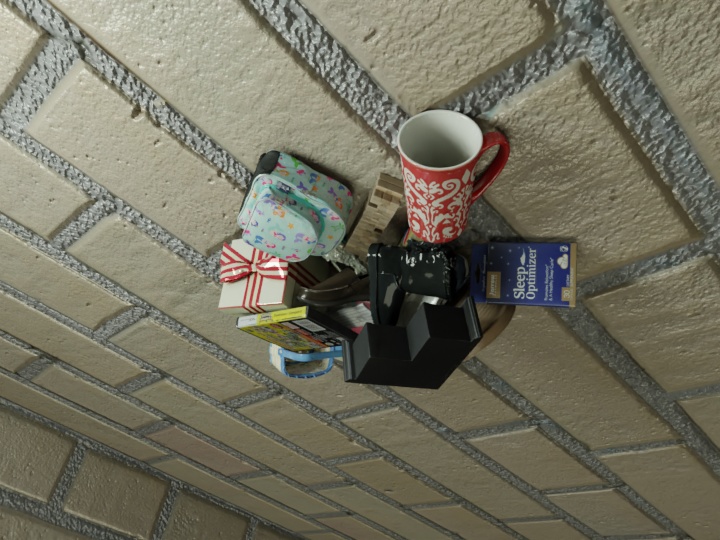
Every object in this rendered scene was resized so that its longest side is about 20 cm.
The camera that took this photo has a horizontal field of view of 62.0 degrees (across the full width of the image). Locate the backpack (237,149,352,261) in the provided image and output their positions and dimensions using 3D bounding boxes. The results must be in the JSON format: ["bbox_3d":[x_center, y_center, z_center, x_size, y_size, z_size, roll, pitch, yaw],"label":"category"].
[{"bbox_3d":[-0.119,-0.109,1.129,0.199,0.151,0.178,20,142,-16],"label":"backpack"}]

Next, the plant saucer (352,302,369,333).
[{"bbox_3d":[0.015,0.118,1.449,0.199,0.051,0.201,8,143,6],"label":"plant saucer"}]

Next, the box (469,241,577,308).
[{"bbox_3d":[0.312,0.007,1.157,0.199,0.122,0.032,1,173,17],"label":"box"}]

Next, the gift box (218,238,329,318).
[{"bbox_3d":[-0.189,0.014,1.280,0.184,0.201,0.187,-10,153,23],"label":"gift box"}]

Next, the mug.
[{"bbox_3d":[0.152,-0.145,1.005,0.176,0.134,0.200,8,146,11],"label":"mug"}]

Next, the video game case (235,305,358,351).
[{"bbox_3d":[-0.127,0.126,1.254,0.180,0.026,0.200,-11,153,29],"label":"video game case"}]

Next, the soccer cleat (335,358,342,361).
[{"bbox_3d":[0.003,0.228,1.571,0.199,0.078,0.069,2,142,15],"label":"soccer cleat"}]

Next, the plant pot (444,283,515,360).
[{"bbox_3d":[0.216,0.093,1.249,0.093,0.201,0.201,48,134,-11],"label":"plant pot"}]

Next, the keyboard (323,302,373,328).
[{"bbox_3d":[-0.028,0.104,1.280,0.056,0.011,0.200,46,149,-16],"label":"keyboard"}]

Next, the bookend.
[{"bbox_3d":[0.088,0.129,1.113,0.199,0.093,0.199,7,140,-17],"label":"bookend"}]

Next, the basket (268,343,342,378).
[{"bbox_3d":[-0.121,0.196,1.478,0.176,0.140,0.200,2,176,-37],"label":"basket"}]

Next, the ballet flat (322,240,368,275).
[{"bbox_3d":[0.000,0.000,1.284,0.200,0.072,0.072,35,139,-20],"label":"ballet flat"}]

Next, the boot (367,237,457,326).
[{"bbox_3d":[0.101,0.033,1.135,0.161,0.073,0.199,3,112,22],"label":"boot"}]

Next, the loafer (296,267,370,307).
[{"bbox_3d":[-0.036,0.029,1.214,0.199,0.072,0.073,-6,-172,-24],"label":"loafer"}]

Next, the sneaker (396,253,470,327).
[{"bbox_3d":[0.152,0.051,1.236,0.081,0.146,0.201,40,121,18],"label":"sneaker"}]

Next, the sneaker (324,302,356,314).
[{"bbox_3d":[-0.045,0.084,1.362,0.074,0.082,0.200,37,149,0],"label":"sneaker"}]

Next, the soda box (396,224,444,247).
[{"bbox_3d":[0.113,-0.044,1.199,0.067,0.064,0.200,19,142,-7],"label":"soda box"}]

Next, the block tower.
[{"bbox_3d":[0.022,-0.099,1.165,0.058,0.054,0.200,20,142,-7],"label":"block tower"}]
